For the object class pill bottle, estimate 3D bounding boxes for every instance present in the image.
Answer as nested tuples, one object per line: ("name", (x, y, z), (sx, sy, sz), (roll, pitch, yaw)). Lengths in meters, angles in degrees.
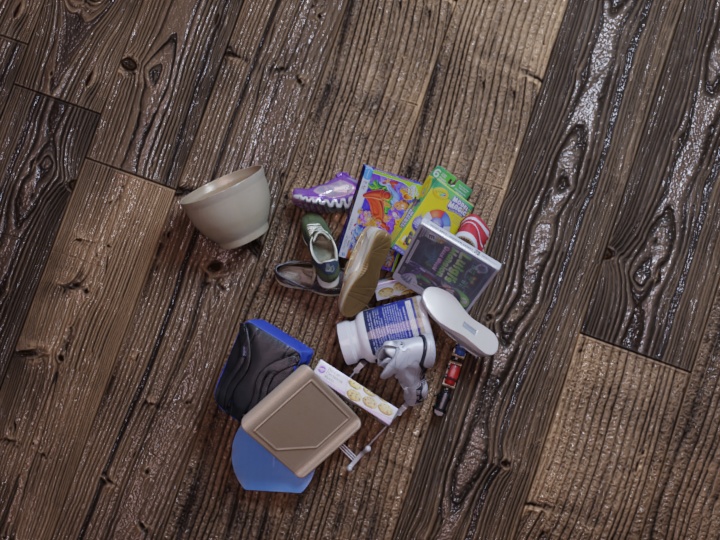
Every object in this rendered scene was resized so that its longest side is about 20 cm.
("pill bottle", (0.054, 0.134, 1.490), (0.196, 0.116, 0.118), (-15, 83, 4))

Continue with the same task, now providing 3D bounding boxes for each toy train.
("toy train", (0.201, 0.223, 1.502), (0.034, 0.046, 0.203), (19, 87, 7))

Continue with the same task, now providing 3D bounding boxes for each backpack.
("backpack", (-0.203, 0.230, 1.481), (0.161, 0.168, 0.203), (28, 93, 17))

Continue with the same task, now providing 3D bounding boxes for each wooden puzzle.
("wooden puzzle", (-0.122, 0.315, 1.431), (0.184, 0.037, 0.201), (-41, 115, 0))

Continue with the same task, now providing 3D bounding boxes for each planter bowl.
("planter bowl", (-0.282, -0.131, 1.528), (0.197, 0.201, 0.137), (-22, 109, 3))

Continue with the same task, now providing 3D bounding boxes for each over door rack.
("over door rack", (-0.011, 0.317, 1.505), (0.148, 0.067, 0.200), (43, 90, 7))

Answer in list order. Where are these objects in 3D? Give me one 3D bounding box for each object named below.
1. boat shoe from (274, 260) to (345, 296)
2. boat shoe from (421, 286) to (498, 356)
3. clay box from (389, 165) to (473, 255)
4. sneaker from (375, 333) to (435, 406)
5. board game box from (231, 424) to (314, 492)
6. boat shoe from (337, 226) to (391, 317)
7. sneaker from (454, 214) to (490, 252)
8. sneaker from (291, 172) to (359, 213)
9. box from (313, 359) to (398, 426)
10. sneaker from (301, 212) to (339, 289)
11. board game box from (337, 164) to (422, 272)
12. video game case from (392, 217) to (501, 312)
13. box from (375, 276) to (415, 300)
("boat shoe", (-0.099, 0.017, 1.543), (0.196, 0.065, 0.075), (2, 83, 5))
("boat shoe", (0.201, 0.113, 1.454), (0.198, 0.068, 0.073), (34, 61, -9))
("clay box", (0.157, -0.111, 1.478), (0.114, 0.048, 0.202), (29, 99, -26))
("sneaker", (0.086, 0.211, 1.442), (0.113, 0.202, 0.076), (0, 42, -11))
("board game box", (-0.187, 0.404, 1.525), (0.196, 0.039, 0.161), (-1, 84, 11))
("boat shoe", (0.000, 0.000, 1.473), (0.069, 0.073, 0.203), (33, 100, 48))
("sneaker", (0.231, -0.024, 1.464), (0.070, 0.202, 0.113), (13, 45, 17))
("sneaker", (-0.057, -0.179, 1.556), (0.196, 0.081, 0.090), (2, 80, 0))
("box", (-0.013, 0.262, 1.464), (0.198, 0.039, 0.042), (33, 73, 5))
("sneaker", (-0.086, -0.066, 1.502), (0.066, 0.090, 0.203), (-12, 57, -10))
("board game box", (0.040, -0.113, 1.501), (0.132, 0.045, 0.203), (15, 105, -12))
("video game case", (0.172, 0.002, 1.420), (0.180, 0.201, 0.023), (31, 53, 4))
("box", (0.126, 0.024, 1.529), (0.196, 0.039, 0.042), (-12, 101, 4))
